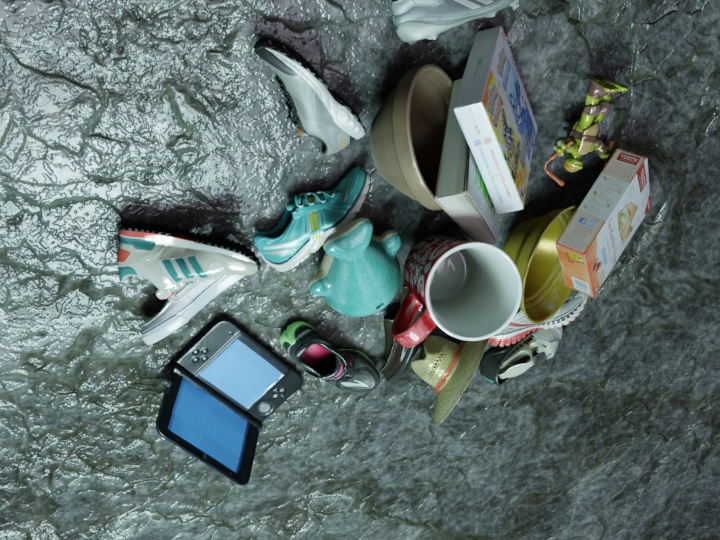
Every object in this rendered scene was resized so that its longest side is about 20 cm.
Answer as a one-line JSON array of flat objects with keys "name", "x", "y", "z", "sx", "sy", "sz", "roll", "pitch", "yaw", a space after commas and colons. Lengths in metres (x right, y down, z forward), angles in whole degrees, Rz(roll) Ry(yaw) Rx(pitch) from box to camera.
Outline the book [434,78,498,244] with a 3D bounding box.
[{"name": "book", "x": 0.163, "y": -0.154, "z": 1.200, "sx": 0.048, "sy": 0.201, "sz": 0.134, "roll": -8, "pitch": 148, "yaw": 29}]

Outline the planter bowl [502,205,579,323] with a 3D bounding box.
[{"name": "planter bowl", "x": 0.285, "y": -0.021, "z": 1.371, "sx": 0.200, "sy": 0.083, "sz": 0.201, "roll": -28, "pitch": 130, "yaw": -40}]

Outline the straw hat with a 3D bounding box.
[{"name": "straw hat", "x": 0.131, "y": 0.152, "z": 1.398, "sx": 0.085, "sy": 0.201, "sz": 0.202, "roll": 30, "pitch": 107, "yaw": 0}]

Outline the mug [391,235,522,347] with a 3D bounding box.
[{"name": "mug", "x": 0.114, "y": 0.018, "z": 1.210, "sx": 0.177, "sy": 0.200, "sz": 0.134, "roll": -14, "pitch": 101, "yaw": -7}]

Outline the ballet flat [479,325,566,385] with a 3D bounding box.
[{"name": "ballet flat", "x": 0.304, "y": 0.138, "z": 1.498, "sx": 0.200, "sy": 0.068, "sz": 0.068, "roll": -38, "pitch": 126, "yaw": 2}]

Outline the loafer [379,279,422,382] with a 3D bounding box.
[{"name": "loafer", "x": 0.070, "y": 0.093, "z": 1.389, "sx": 0.071, "sy": 0.073, "sz": 0.201, "roll": 26, "pitch": 116, "yaw": 9}]

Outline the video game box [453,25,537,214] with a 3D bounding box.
[{"name": "video game box", "x": 0.195, "y": -0.213, "z": 1.186, "sx": 0.047, "sy": 0.200, "sz": 0.182, "roll": -11, "pitch": 130, "yaw": 28}]

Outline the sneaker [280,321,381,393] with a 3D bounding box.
[{"name": "sneaker", "x": -0.046, "y": 0.156, "z": 1.360, "sx": 0.200, "sy": 0.084, "sz": 0.077, "roll": 30, "pitch": 105, "yaw": -32}]

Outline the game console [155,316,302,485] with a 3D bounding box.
[{"name": "game console", "x": -0.195, "y": 0.203, "z": 1.307, "sx": 0.171, "sy": 0.118, "sz": 0.200, "roll": -43, "pitch": 125, "yaw": 6}]

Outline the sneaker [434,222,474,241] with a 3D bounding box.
[{"name": "sneaker", "x": 0.184, "y": 0.005, "z": 1.359, "sx": 0.099, "sy": 0.071, "sz": 0.200, "roll": -44, "pitch": 112, "yaw": 6}]

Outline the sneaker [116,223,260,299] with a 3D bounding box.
[{"name": "sneaker", "x": -0.240, "y": -0.003, "z": 1.167, "sx": 0.199, "sy": 0.070, "sz": 0.094, "roll": 12, "pitch": 100, "yaw": -3}]

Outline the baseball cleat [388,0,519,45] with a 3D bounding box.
[{"name": "baseball cleat", "x": 0.134, "y": -0.380, "z": 1.135, "sx": 0.199, "sy": 0.070, "sz": 0.107, "roll": -27, "pitch": 125, "yaw": -6}]

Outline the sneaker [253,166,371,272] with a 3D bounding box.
[{"name": "sneaker", "x": -0.067, "y": -0.082, "z": 1.225, "sx": 0.200, "sy": 0.078, "sz": 0.080, "roll": -41, "pitch": 114, "yaw": 3}]

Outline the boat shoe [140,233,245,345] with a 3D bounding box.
[{"name": "boat shoe", "x": -0.246, "y": 0.024, "z": 1.224, "sx": 0.200, "sy": 0.074, "sz": 0.067, "roll": -38, "pitch": 102, "yaw": -7}]

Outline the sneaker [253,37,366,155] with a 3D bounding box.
[{"name": "sneaker", "x": -0.075, "y": -0.230, "z": 1.137, "sx": 0.079, "sy": 0.074, "sz": 0.200, "roll": -40, "pitch": 125, "yaw": 10}]

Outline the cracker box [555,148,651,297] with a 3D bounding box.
[{"name": "cracker box", "x": 0.393, "y": -0.075, "z": 1.353, "sx": 0.200, "sy": 0.058, "sz": 0.134, "roll": -55, "pitch": 146, "yaw": -15}]

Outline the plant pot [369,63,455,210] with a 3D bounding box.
[{"name": "plant pot", "x": 0.076, "y": -0.181, "z": 1.186, "sx": 0.092, "sy": 0.201, "sz": 0.201, "roll": -5, "pitch": 131, "yaw": 31}]

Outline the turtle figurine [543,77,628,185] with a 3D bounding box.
[{"name": "turtle figurine", "x": 0.358, "y": -0.218, "z": 1.320, "sx": 0.199, "sy": 0.064, "sz": 0.162, "roll": -4, "pitch": 124, "yaw": -41}]

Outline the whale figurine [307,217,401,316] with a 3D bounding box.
[{"name": "whale figurine", "x": 0.000, "y": 0.000, "z": 1.236, "sx": 0.159, "sy": 0.104, "sz": 0.200, "roll": -30, "pitch": 159, "yaw": -9}]

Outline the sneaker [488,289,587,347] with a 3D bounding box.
[{"name": "sneaker", "x": 0.300, "y": 0.060, "z": 1.446, "sx": 0.199, "sy": 0.078, "sz": 0.082, "roll": -23, "pitch": 123, "yaw": -8}]
